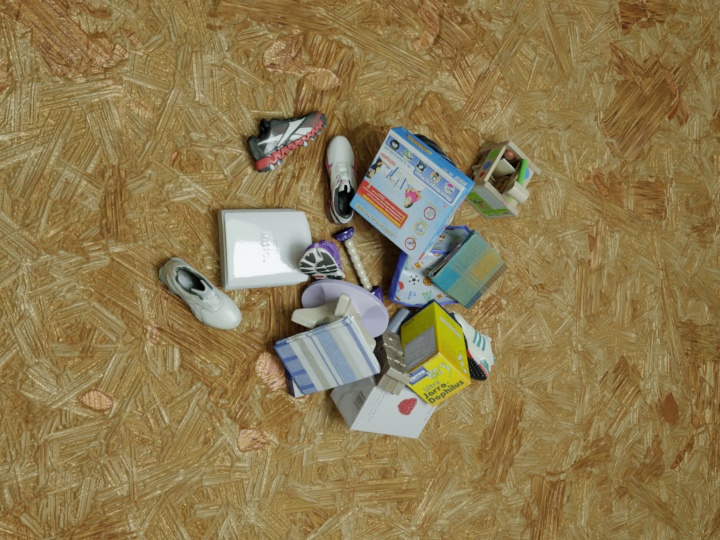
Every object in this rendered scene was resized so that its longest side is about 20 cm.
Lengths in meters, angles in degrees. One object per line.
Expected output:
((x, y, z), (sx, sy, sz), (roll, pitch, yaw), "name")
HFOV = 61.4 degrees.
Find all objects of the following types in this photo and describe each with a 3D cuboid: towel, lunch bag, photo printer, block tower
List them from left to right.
((-0.198, -0.048, 1.293), (0.198, 0.069, 0.168), (-3, 93, -26), "photo printer")
((-0.070, 0.179, 1.267), (0.148, 0.198, 0.024), (61, 25, -18), "towel")
((0.061, 0.195, 1.320), (0.054, 0.200, 0.058), (27, 104, -12), "block tower")
((0.166, -0.010, 1.415), (0.198, 0.124, 0.171), (-8, 130, -28), "lunch bag")
((0.248, 0.002, 1.375), (0.147, 0.022, 0.200), (-47, 140, 8), "towel")

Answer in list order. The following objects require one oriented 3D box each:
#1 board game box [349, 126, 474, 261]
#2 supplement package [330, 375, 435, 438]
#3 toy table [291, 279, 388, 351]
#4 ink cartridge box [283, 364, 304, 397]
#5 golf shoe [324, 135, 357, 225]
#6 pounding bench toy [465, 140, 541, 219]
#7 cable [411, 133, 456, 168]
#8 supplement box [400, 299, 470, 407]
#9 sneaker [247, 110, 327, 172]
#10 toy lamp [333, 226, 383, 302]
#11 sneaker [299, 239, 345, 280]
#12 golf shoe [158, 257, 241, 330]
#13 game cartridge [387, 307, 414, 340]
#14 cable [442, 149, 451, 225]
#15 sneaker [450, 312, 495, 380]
((0.102, -0.158, 1.258), (0.200, 0.197, 0.056), (41, 35, 14), "board game box")
((0.057, 0.284, 1.364), (0.199, 0.120, 0.122), (18, 108, -35), "supplement package")
((-0.043, 0.106, 1.303), (0.198, 0.117, 0.186), (11, 118, 8), "toy table")
((-0.073, 0.210, 1.375), (0.198, 0.044, 0.095), (-13, 99, -26), "ink cartridge box")
((-0.036, -0.204, 1.356), (0.072, 0.092, 0.202), (-3, 91, -17), "golf shoe")
((0.366, -0.231, 1.495), (0.124, 0.200, 0.157), (38, 76, -22), "pounding bench toy")
((0.155, -0.222, 1.310), (0.051, 0.199, 0.164), (-36, 118, -19), "cable")
((0.164, 0.181, 1.358), (0.109, 0.201, 0.109), (-38, 113, 24), "supplement box")
((-0.161, -0.299, 1.304), (0.200, 0.071, 0.098), (-39, 109, -19), "sneaker")
((0.000, 0.000, 1.399), (0.058, 0.058, 0.201), (-30, 104, -22), "toy lamp")
((-0.084, -0.030, 1.300), (0.080, 0.200, 0.084), (-7, 79, 5), "sneaker")
((-0.316, 0.056, 1.223), (0.200, 0.097, 0.079), (41, 72, -23), "golf shoe")
((0.136, 0.193, 1.484), (0.200, 0.041, 0.133), (46, 69, -20), "game cartridge")
((0.139, -0.176, 1.458), (0.199, 0.069, 0.202), (-26, 103, -22), "cable")
((0.283, 0.179, 1.547), (0.093, 0.070, 0.201), (-42, 107, -38), "sneaker")
